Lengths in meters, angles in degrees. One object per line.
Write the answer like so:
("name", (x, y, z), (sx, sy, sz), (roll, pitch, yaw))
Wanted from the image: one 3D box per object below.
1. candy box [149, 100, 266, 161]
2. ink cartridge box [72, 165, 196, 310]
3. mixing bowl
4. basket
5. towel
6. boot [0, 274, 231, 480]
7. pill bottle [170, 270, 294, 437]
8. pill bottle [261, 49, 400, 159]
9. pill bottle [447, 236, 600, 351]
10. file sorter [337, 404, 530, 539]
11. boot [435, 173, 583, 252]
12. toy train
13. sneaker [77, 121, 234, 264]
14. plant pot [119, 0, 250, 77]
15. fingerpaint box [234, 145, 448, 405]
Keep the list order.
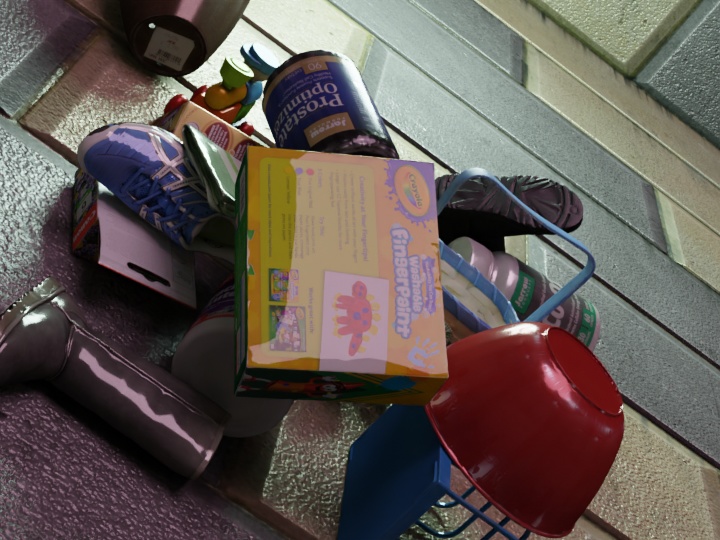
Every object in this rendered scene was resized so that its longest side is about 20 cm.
("candy box", (-0.130, -0.099, 1.469), (0.200, 0.057, 0.117), (29, -18, -23))
("ink cartridge box", (-0.216, -0.031, 1.311), (0.109, 0.050, 0.200), (28, 28, -28))
("mixing bowl", (0.156, 0.118, 1.198), (0.200, 0.108, 0.200), (37, 25, -20))
("basket", (0.107, 0.016, 1.334), (0.176, 0.200, 0.139), (33, 15, -24))
("towel", (-0.080, -0.047, 1.300), (0.200, 0.023, 0.153), (36, 15, -35))
("boot", (-0.206, 0.101, 1.095), (0.200, 0.073, 0.182), (45, 26, -5))
("pill bottle", (-0.092, 0.058, 1.261), (0.111, 0.111, 0.200), (38, 24, -5))
("pill bottle", (-0.024, -0.121, 1.387), (0.112, 0.112, 0.200), (19, 35, -38))
("pill bottle", (0.183, 0.046, 1.674), (0.200, 0.113, 0.113), (29, 26, -22))
("file sorter", (0.072, 0.202, 1.223), (0.123, 0.139, 0.200), (37, 24, -13))
("boot", (0.169, -0.046, 1.702), (0.198, 0.163, 0.074), (7, 59, 6))
("toy train", (-0.166, -0.196, 1.580), (0.085, 0.116, 0.200), (41, 24, 4))
("sneaker", (-0.171, -0.071, 1.286), (0.200, 0.076, 0.077), (28, 22, -27))
("plant pot", (-0.221, -0.334, 1.698), (0.187, 0.187, 0.200), (29, 41, -24))
("fingerpaint box", (-0.019, 0.006, 1.151), (0.166, 0.073, 0.200), (3, 64, -13))
